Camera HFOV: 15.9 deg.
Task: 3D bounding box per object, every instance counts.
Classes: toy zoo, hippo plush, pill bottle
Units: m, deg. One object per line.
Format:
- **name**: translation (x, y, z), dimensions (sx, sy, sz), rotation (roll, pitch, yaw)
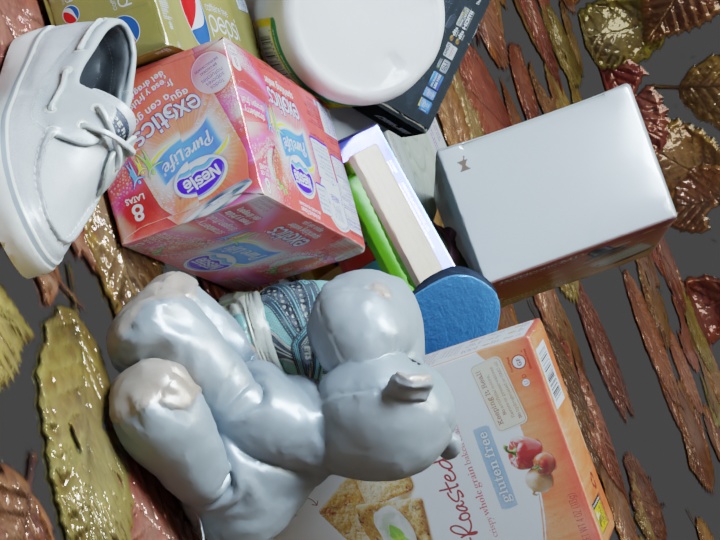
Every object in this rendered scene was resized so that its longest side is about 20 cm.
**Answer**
- **toy zoo**: translation (0.000, 0.000, 1.710), dimensions (0.131, 0.020, 0.200), rotation (63, -23, 1)
- **hippo plush**: translation (-0.036, 0.072, 1.393), dimensions (0.159, 0.161, 0.200), rotation (48, 26, -58)
- **pill bottle**: translation (-0.031, -0.162, 1.699), dimensions (0.113, 0.113, 0.200), rotation (69, -19, -9)

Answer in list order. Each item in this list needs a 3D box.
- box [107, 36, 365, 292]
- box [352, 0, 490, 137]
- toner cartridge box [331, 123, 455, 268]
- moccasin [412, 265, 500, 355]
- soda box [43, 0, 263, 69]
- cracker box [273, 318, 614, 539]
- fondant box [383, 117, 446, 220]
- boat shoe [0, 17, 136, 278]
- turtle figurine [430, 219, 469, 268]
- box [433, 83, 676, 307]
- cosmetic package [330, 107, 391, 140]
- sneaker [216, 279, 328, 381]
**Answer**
- **box**: translation (-0.078, -0.058, 1.546), dimensions (0.200, 0.095, 0.103), rotation (24, 48, -71)
- **box**: translation (0.017, -0.221, 1.853), dimensions (0.160, 0.200, 0.044), rotation (31, -13, -19)
- **toner cartridge box**: translation (0.028, 0.008, 1.744), dimensions (0.200, 0.043, 0.095), rotation (62, -22, 4)
- **moccasin**: translation (0.009, 0.074, 1.568), dimensions (0.080, 0.200, 0.068), rotation (38, 12, -9)
- **soda box**: translation (-0.121, -0.141, 1.549), dimensions (0.200, 0.068, 0.064), rotation (11, 61, -75)
- **cracker box**: translation (0.032, 0.124, 1.503), dimensions (0.058, 0.200, 0.134), rotation (-40, 110, -74)
- **fondant box**: translation (0.014, -0.114, 2.060), dimensions (0.200, 0.058, 0.144), rotation (-71, 140, -70)
- **boat shoe**: translation (-0.149, -0.070, 1.339), dimensions (0.200, 0.068, 0.072), rotation (-84, 152, -60)
- **turtle figurine**: translation (0.028, 0.000, 1.890), dimensions (0.200, 0.101, 0.150), rotation (48, 22, -41)
- **box**: translation (0.142, -0.049, 1.937), dimensions (0.200, 0.152, 0.107), rotation (78, -7, -83)
- **cosmetic package**: translation (-0.042, -0.189, 1.898), dimensions (0.200, 0.051, 0.083), rotation (69, -16, -7)
- **sneaker**: translation (-0.016, 0.055, 1.649), dimensions (0.200, 0.086, 0.078), rotation (35, 38, -68)
